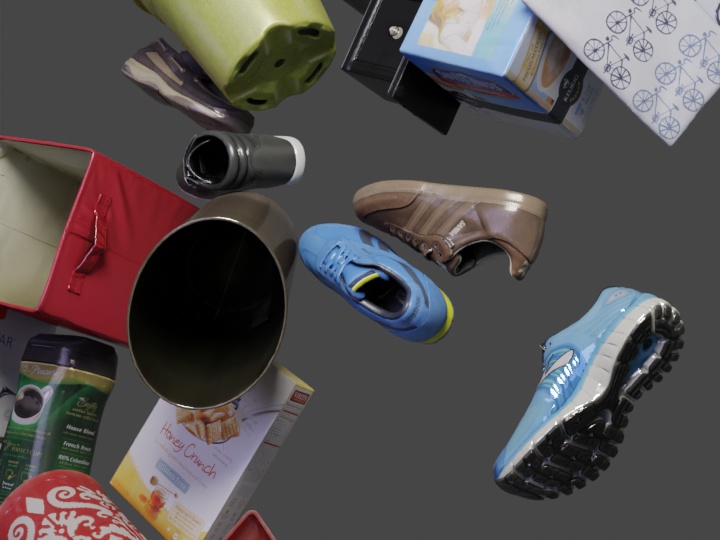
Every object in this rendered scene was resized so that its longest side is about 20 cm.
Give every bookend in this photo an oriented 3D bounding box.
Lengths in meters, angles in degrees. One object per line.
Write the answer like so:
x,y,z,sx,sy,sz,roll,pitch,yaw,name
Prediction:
0.031,-0.260,1.182,0.199,0.092,0.200,23,88,44,bookend

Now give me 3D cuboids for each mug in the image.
-0.267,0.300,1.122,0.177,0.134,0.199,-36,35,-25,mug

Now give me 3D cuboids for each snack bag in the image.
0.254,-0.236,0.983,0.200,0.188,0.021,-48,13,0,snack bag

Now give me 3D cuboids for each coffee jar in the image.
-0.326,0.168,1.279,0.104,0.085,0.202,2,75,38,coffee jar

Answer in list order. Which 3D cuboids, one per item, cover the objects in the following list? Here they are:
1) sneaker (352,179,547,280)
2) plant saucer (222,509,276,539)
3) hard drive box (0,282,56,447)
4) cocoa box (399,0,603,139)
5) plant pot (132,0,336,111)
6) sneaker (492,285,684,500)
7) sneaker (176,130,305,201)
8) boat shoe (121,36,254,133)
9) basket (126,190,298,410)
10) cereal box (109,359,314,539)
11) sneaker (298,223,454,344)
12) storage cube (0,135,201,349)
0.071,-0.036,1.091,0.199,0.070,0.076,4,76,36,sneaker
-0.102,0.357,1.084,0.200,0.037,0.200,-50,53,10,plant saucer
-0.432,0.113,1.330,0.076,0.156,0.202,-1,73,34,hard drive box
0.153,-0.243,1.067,0.133,0.131,0.201,23,86,43,cocoa box
-0.121,-0.277,1.256,0.200,0.200,0.185,-39,66,16,plant pot
0.176,0.099,0.981,0.200,0.078,0.090,-52,34,3,sneaker
-0.156,-0.111,1.241,0.199,0.099,0.071,-1,88,47,sneaker
-0.186,-0.211,1.332,0.199,0.074,0.074,32,86,32,boat shoe
-0.124,0.005,1.117,0.135,0.200,0.181,19,110,-3,basket
-0.149,0.165,1.186,0.144,0.039,0.201,31,91,38,cereal box
0.000,0.000,1.123,0.200,0.078,0.066,34,95,40,sneaker
-0.303,-0.025,1.277,0.199,0.179,0.172,11,79,36,storage cube
